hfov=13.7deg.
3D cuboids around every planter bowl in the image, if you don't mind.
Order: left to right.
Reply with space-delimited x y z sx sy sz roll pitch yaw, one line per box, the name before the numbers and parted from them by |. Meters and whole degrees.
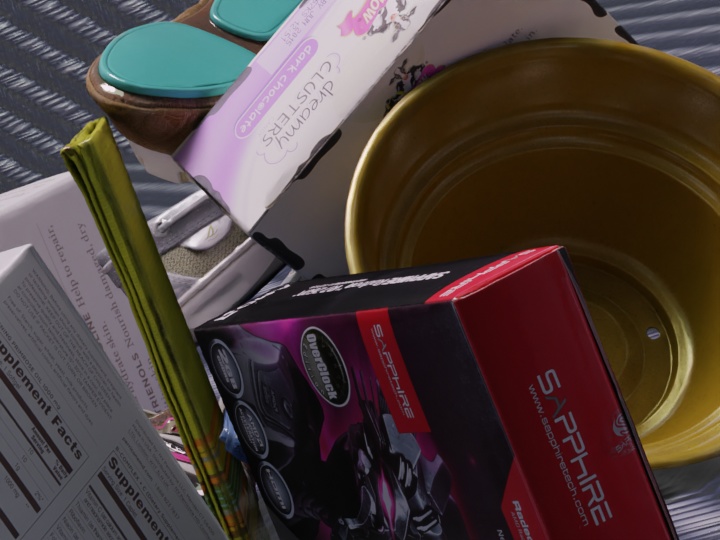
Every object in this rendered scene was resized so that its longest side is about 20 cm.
planter bowl | 0.088 0.011 1.191 0.200 0.201 0.084 -26 -26 -22

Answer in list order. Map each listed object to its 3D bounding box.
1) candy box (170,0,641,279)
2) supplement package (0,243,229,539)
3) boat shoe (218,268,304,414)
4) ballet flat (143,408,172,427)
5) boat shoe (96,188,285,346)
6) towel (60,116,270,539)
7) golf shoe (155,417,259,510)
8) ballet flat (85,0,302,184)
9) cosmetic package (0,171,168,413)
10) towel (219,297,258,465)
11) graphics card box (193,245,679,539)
candy box | 0.044 -0.050 1.278 0.168 0.200 0.072 -49 45 2
supplement package | -0.181 0.100 1.174 0.199 0.156 0.111 -16 25 39
boat shoe | 0.000 0.001 1.402 0.201 0.070 0.072 -49 21 14
ballet flat | -0.154 0.098 1.379 0.199 0.068 0.068 -9 -26 -5
boat shoe | -0.030 -0.052 1.361 0.202 0.065 0.074 -46 0 -5
towel | -0.076 0.037 1.212 0.018 0.201 0.086 -20 8 1
golf shoe | -0.144 0.098 1.293 0.199 0.073 0.092 -2 9 -2
ballet flat | -0.068 -0.082 1.316 0.068 0.073 0.200 22 28 8
cosmetic package | -0.220 0.070 1.516 0.167 0.167 0.200 -16 10 42
towel | -0.007 0.062 1.245 0.049 0.111 0.200 -61 8 3
graphics card box | 0.024 0.062 1.047 0.051 0.126 0.200 -27 10 -26
